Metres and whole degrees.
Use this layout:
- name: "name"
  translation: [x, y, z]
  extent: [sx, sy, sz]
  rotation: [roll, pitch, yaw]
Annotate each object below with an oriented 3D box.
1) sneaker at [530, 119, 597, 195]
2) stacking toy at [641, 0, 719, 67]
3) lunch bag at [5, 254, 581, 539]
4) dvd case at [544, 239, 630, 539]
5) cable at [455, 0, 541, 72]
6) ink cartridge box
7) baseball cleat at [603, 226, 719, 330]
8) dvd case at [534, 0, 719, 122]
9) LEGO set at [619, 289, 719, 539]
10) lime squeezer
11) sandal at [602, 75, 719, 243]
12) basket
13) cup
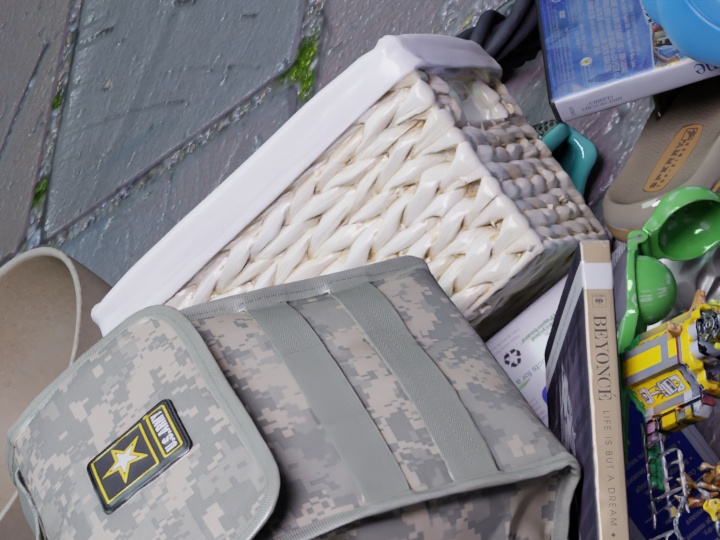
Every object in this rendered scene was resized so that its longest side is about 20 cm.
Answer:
- name: "sneaker"
  translation: [0.076, 0.004, 1.428]
  extent: [0.091, 0.078, 0.200]
  rotation: [-30, 43, 39]
- name: "stacking toy"
  translation: [0.210, -0.182, 1.279]
  extent: [0.110, 0.116, 0.200]
  rotation: [13, 45, 32]
- name: "lunch bag"
  translation: [-0.036, 0.090, 1.169]
  extent: [0.164, 0.200, 0.118]
  rotation: [-125, 28, -52]
- name: "dvd case"
  translation: [0.093, 0.105, 1.159]
  extent: [0.149, 0.016, 0.200]
  rotation: [95, 173, -71]
- name: "cable"
  translation: [0.045, -0.087, 1.512]
  extent: [0.163, 0.051, 0.200]
  rotation: [-39, 0, 14]
- name: "ink cartridge box"
  translation: [0.113, 0.104, 1.248]
  extent: [0.095, 0.037, 0.200]
  rotation: [-40, 59, 8]
- name: "baseball cleat"
  translation: [0.110, 0.060, 1.343]
  extent: [0.200, 0.070, 0.106]
  rotation: [-54, 22, -4]
- name: "dvd case"
  translation: [0.177, -0.148, 1.337]
  extent: [0.200, 0.018, 0.143]
  rotation: [-17, 44, 13]
- name: "LEGO set"
  translation: [0.186, 0.092, 1.092]
  extent: [0.116, 0.154, 0.200]
  rotation: [-29, 46, 45]
- name: "lime squeezer"
  translation: [0.145, 0.005, 1.258]
  extent: [0.200, 0.071, 0.038]
  rotation: [-46, -22, -26]
- name: "sandal"
  translation: [0.163, -0.096, 1.349]
  extent: [0.080, 0.054, 0.200]
  rotation: [-10, 38, 49]
- name: "basket"
  translation: [0.000, 0.000, 1.333]
  extent: [0.200, 0.123, 0.136]
  rotation: [-41, -10, 17]
- name: "cup"
  translation: [-0.158, 0.106, 1.652]
  extent: [0.200, 0.143, 0.200]
  rotation: [-40, 35, 37]
